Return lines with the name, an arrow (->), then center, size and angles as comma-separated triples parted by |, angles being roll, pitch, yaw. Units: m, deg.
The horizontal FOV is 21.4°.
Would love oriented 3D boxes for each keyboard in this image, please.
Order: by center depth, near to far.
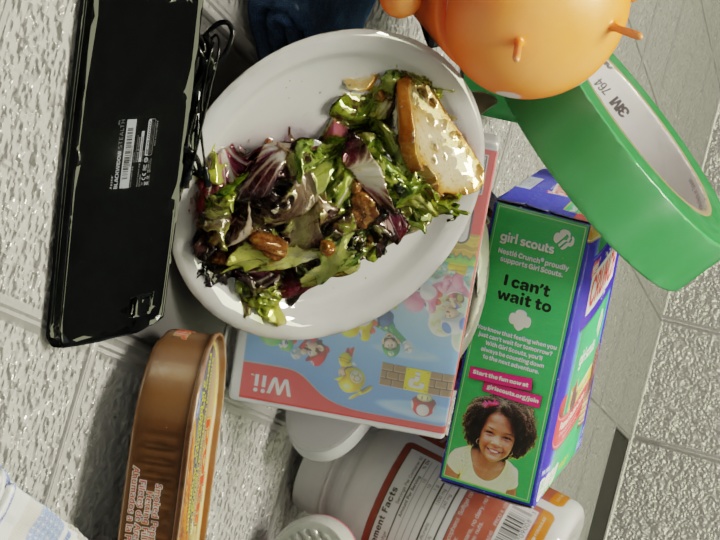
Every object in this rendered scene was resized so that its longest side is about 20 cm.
keyboard -> -0.119, -0.064, 0.968 | 0.104, 0.039, 0.202 | -8, 114, -48

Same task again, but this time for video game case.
video game case -> 0.000, 0.000, 1.183 | 0.017, 0.141, 0.202 | -75, 174, -68

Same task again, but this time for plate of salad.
plate of salad -> -0.013, -0.041, 1.094 | 0.198, 0.048, 0.202 | -14, 126, -20

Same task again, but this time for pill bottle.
pill bottle -> 0.055, 0.179, 1.397 | 0.113, 0.199, 0.113 | -56, 162, -28

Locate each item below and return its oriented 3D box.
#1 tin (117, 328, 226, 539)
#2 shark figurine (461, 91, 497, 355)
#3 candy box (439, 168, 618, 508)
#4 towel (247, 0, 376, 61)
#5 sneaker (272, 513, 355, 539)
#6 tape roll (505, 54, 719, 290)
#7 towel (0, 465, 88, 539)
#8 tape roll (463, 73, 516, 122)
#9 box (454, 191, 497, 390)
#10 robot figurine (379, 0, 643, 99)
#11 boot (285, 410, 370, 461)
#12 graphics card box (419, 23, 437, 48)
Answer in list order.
tin -> -0.109, 0.133, 1.078 | 0.112, 0.041, 0.202 | -13, 111, -81
shark figurine -> 0.045, -0.035, 1.248 | 0.216, 0.127, 0.089 | 65, -11, -15
candy box -> 0.125, 0.041, 1.330 | 0.169, 0.076, 0.202 | -30, 131, -70
towel -> -0.009, -0.206, 1.166 | 0.112, 0.048, 0.201 | 73, 35, -58
sneaker -> -0.032, 0.243, 1.400 | 0.105, 0.075, 0.202 | -42, 150, -55
tape roll -> 0.166, -0.082, 1.250 | 0.048, 0.201, 0.200 | -38, 174, 19
towel -> -0.178, 0.191, 0.968 | 0.200, 0.024, 0.148 | 64, 43, -65
tape roll -> 0.141, -0.230, 1.643 | 0.200, 0.048, 0.203 | 14, 90, -74
box -> 0.032, -0.027, 1.318 | 0.200, 0.039, 0.138 | 47, 55, -39
robot figurine -> 0.080, -0.174, 1.099 | 0.117, 0.200, 0.143 | -47, 131, 11
boot -> 0.007, 0.068, 1.388 | 0.096, 0.073, 0.201 | 69, 36, -51
graphics card box -> 0.132, -0.213, 1.259 | 0.126, 0.198, 0.051 | 79, -6, -76
